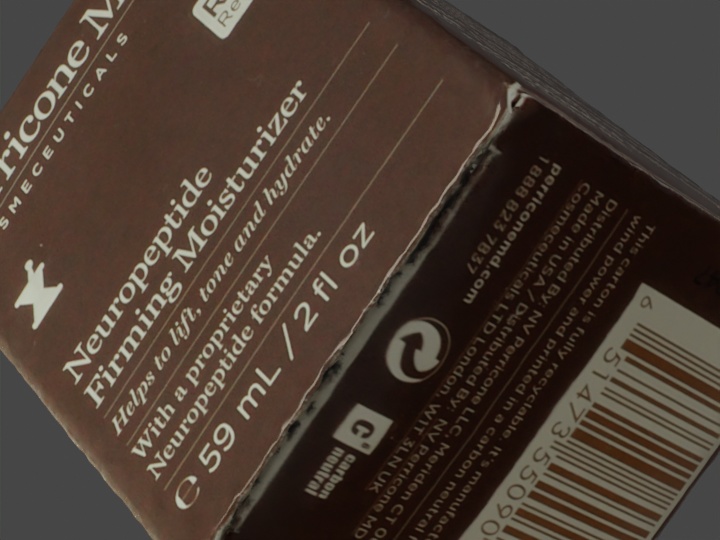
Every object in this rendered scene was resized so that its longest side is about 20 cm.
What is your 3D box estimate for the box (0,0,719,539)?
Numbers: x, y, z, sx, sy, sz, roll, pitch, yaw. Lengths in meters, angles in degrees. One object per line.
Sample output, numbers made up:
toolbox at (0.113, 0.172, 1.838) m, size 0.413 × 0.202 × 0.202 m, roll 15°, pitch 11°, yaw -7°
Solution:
box at (0.000, 0.000, 0.767) m, size 0.166 × 0.164 × 0.200 m, roll -56°, pitch 43°, yaw 8°
